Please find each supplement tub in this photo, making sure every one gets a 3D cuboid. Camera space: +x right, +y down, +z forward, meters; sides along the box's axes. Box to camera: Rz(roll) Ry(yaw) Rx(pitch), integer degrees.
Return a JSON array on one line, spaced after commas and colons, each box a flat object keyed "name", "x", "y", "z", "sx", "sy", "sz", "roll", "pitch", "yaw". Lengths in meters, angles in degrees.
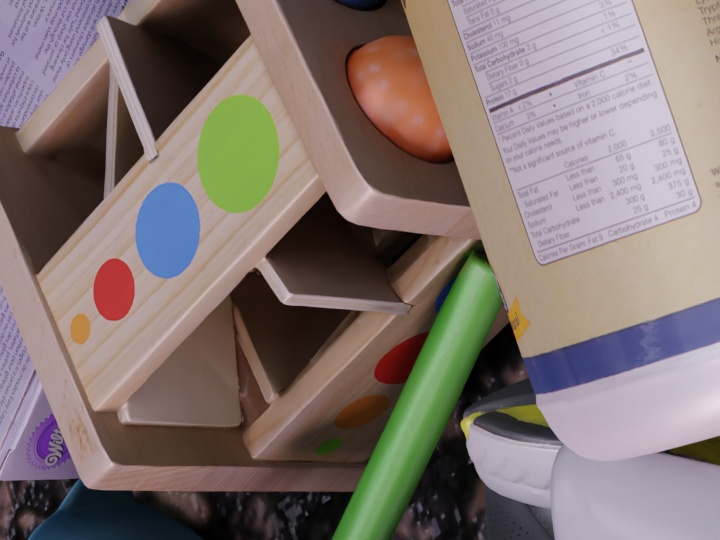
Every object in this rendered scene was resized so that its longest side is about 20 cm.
[{"name": "supplement tub", "x": 0.085, "y": -0.067, "z": 0.744, "sx": 0.144, "sy": 0.144, "sz": 0.201, "roll": -20, "pitch": 88, "yaw": 42}]

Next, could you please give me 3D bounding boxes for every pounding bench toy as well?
[{"name": "pounding bench toy", "x": 0.000, "y": 0.000, "z": 0.878, "sx": 0.156, "sy": 0.124, "sz": 0.201, "roll": -44, "pitch": 58, "yaw": 33}]

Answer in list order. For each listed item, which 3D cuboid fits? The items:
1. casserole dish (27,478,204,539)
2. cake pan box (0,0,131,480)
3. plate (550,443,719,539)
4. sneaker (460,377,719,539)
[{"name": "casserole dish", "x": -0.083, "y": 0.164, "z": 0.960, "sx": 0.039, "sy": 0.121, "sz": 0.201, "roll": 9, "pitch": 93, "yaw": 18}, {"name": "cake pan box", "x": -0.124, "y": -0.051, "z": 1.060, "sx": 0.184, "sy": 0.052, "sz": 0.201, "roll": 42, "pitch": 115, "yaw": 41}, {"name": "plate", "x": 0.128, "y": 0.151, "z": 0.747, "sx": 0.199, "sy": 0.032, "sz": 0.200, "roll": 9, "pitch": 117, "yaw": 44}, {"name": "sneaker", "x": 0.117, "y": 0.081, "z": 0.804, "sx": 0.199, "sy": 0.074, "sz": 0.085, "roll": 15, "pitch": 122, "yaw": 40}]
